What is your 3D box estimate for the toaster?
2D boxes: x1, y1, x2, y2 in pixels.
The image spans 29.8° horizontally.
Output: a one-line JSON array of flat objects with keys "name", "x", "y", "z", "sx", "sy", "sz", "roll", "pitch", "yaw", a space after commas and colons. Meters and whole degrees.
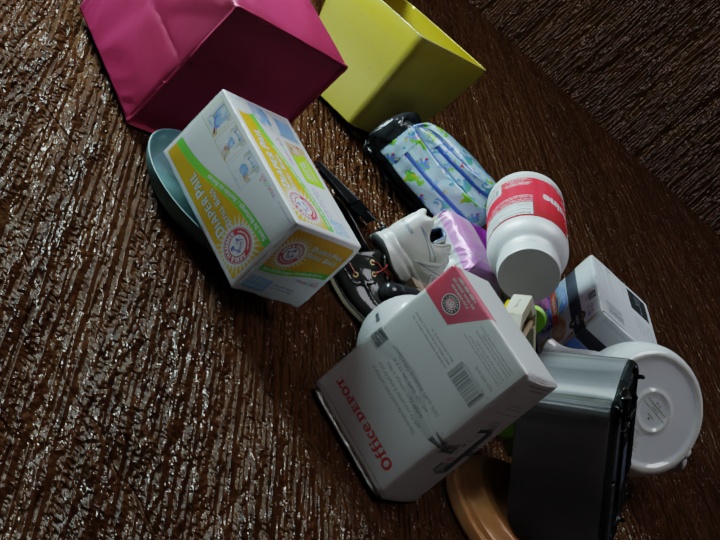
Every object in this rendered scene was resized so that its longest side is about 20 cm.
[{"name": "toaster", "x": 0.235, "y": 0.185, "z": 1.459, "sx": 0.118, "sy": 0.200, "sz": 0.181, "roll": 7, "pitch": 16, "yaw": 15}]

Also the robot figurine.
[{"name": "robot figurine", "x": 0.082, "y": 0.092, "z": 1.520, "sx": 0.150, "sy": 0.125, "sz": 0.200, "roll": 17, "pitch": 1, "yaw": 35}]

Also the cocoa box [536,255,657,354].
[{"name": "cocoa box", "x": 0.350, "y": 0.097, "z": 2.022, "sx": 0.133, "sy": 0.131, "sz": 0.200, "roll": 41, "pitch": 22, "yaw": -14}]

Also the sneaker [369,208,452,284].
[{"name": "sneaker", "x": 0.082, "y": -0.009, "z": 1.723, "sx": 0.075, "sy": 0.087, "sz": 0.200, "roll": 54, "pitch": 1, "yaw": 28}]

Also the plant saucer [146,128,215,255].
[{"name": "plant saucer", "x": -0.162, "y": -0.074, "z": 1.489, "sx": 0.200, "sy": 0.027, "sz": 0.200, "roll": 39, "pitch": 22, "yaw": -19}]

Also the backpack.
[{"name": "backpack", "x": 0.113, "y": -0.137, "z": 2.001, "sx": 0.200, "sy": 0.154, "sz": 0.163, "roll": 62, "pitch": 3, "yaw": 6}]

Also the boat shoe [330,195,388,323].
[{"name": "boat shoe", "x": -0.001, "y": 0.000, "z": 1.621, "sx": 0.201, "sy": 0.063, "sz": 0.074, "roll": 56, "pitch": 19, "yaw": 18}]

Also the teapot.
[{"name": "teapot", "x": 0.365, "y": 0.190, "z": 1.870, "sx": 0.197, "sy": 0.200, "sz": 0.146, "roll": -3, "pitch": 1, "yaw": -23}]

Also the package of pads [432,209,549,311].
[{"name": "package of pads", "x": 0.175, "y": -0.001, "z": 1.939, "sx": 0.200, "sy": 0.076, "sz": 0.121, "roll": 25, "pitch": 35, "yaw": -44}]

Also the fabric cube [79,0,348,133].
[{"name": "fabric cube", "x": -0.174, "y": -0.271, "z": 1.583, "sx": 0.196, "sy": 0.200, "sz": 0.200, "roll": 21, "pitch": 34, "yaw": -50}]

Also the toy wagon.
[{"name": "toy wagon", "x": 0.175, "y": 0.132, "z": 1.524, "sx": 0.040, "sy": 0.200, "sz": 0.155, "roll": 6, "pitch": 20, "yaw": 17}]

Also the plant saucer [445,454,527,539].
[{"name": "plant saucer", "x": 0.176, "y": 0.280, "z": 1.490, "sx": 0.200, "sy": 0.037, "sz": 0.200, "roll": 40, "pitch": 22, "yaw": -20}]

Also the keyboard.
[{"name": "keyboard", "x": -0.005, "y": -0.081, "z": 1.733, "sx": 0.127, "sy": 0.021, "sz": 0.200, "roll": 44, "pitch": 2, "yaw": 8}]

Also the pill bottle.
[{"name": "pill bottle", "x": 0.230, "y": -0.045, "z": 1.866, "sx": 0.112, "sy": 0.112, "sz": 0.200, "roll": 40, "pitch": 27, "yaw": -18}]

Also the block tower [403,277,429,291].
[{"name": "block tower", "x": 0.118, "y": 0.070, "z": 1.733, "sx": 0.200, "sy": 0.058, "sz": 0.054, "roll": 22, "pitch": 32, "yaw": -45}]

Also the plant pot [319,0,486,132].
[{"name": "plant pot", "x": 0.032, "y": -0.315, "z": 2.064, "sx": 0.200, "sy": 0.176, "sz": 0.200, "roll": 47, "pitch": 18, "yaw": 29}]

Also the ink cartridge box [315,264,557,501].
[{"name": "ink cartridge box", "x": 0.073, "y": 0.116, "z": 1.355, "sx": 0.085, "sy": 0.200, "sz": 0.146, "roll": 23, "pitch": 31, "yaw": -57}]

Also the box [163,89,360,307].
[{"name": "box", "x": -0.105, "y": -0.075, "z": 1.420, "sx": 0.112, "sy": 0.101, "sz": 0.200, "roll": 19, "pitch": 35, "yaw": -52}]
